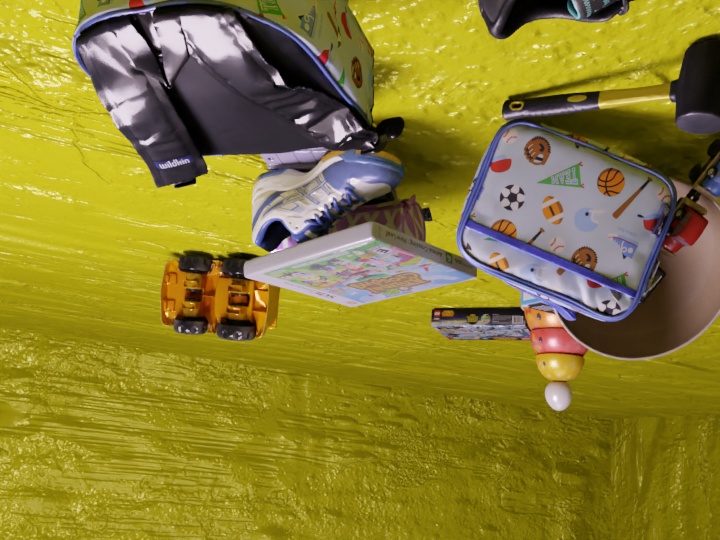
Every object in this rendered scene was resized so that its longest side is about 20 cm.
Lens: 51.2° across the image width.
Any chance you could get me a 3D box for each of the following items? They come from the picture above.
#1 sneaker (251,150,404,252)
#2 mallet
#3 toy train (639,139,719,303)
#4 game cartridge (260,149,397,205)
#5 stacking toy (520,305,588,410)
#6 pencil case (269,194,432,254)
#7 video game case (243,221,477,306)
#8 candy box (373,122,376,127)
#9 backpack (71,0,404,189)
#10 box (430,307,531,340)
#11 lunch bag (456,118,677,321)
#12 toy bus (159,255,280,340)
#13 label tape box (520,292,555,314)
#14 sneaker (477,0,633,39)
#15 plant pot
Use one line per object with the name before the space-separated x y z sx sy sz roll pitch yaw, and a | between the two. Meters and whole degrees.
sneaker | -0.037 -0.068 0.802 0.197 0.090 0.075 -12 153 38
mallet | 0.209 -0.136 0.634 0.197 0.067 0.041 -6 159 37
toy train | 0.316 -0.045 0.741 0.034 0.202 0.046 26 -161 -17
game cartridge | -0.029 -0.107 0.883 0.127 0.039 0.200 6 165 14
stacking toy | 0.358 0.147 1.343 0.143 0.205 0.146 4 165 1
pencil case | -0.017 -0.043 0.903 0.196 0.085 0.087 -3 128 22
video game case | 0.000 0.000 0.836 0.197 0.023 0.180 -15 158 40
candy box | -0.089 -0.149 0.673 0.196 0.027 0.102 10 -160 -17
backpack | -0.087 -0.157 0.499 0.196 0.158 0.190 -8 169 17
box | 0.259 0.113 1.561 0.196 0.041 0.137 -2 162 23
lunch bag | 0.197 -0.043 0.725 0.197 0.163 0.076 23 -176 4
toy bus | -0.237 0.046 1.358 0.195 0.139 0.192 5 -179 10
label tape box | 0.379 0.036 1.202 0.196 0.065 0.144 14 163 -26
sneaker | 0.161 -0.188 0.442 0.196 0.081 0.075 -5 162 28
plant pot | 0.296 -0.021 0.848 0.195 0.205 0.135 5 -161 0
